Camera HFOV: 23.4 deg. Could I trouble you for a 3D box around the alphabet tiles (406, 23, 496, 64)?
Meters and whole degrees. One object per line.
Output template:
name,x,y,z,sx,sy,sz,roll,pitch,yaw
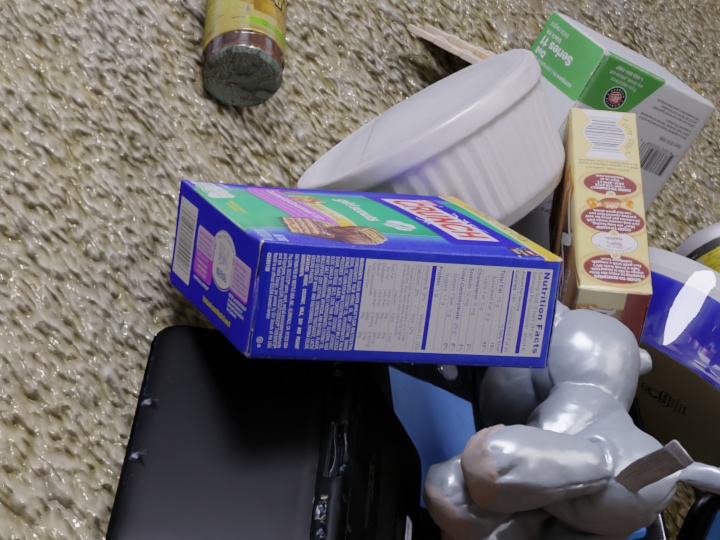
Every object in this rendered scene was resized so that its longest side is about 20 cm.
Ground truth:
alphabet tiles,0.140,-0.172,1.532,0.195,0.015,0.200,18,12,-40

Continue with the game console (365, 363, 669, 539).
game console,0.104,0.118,1.226,0.176,0.116,0.201,26,41,-34

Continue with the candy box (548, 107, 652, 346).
candy box,0.172,-0.012,1.265,0.055,0.116,0.200,5,43,1

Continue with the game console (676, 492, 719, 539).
game console,0.303,0.263,1.319,0.200,0.116,0.176,0,59,-50

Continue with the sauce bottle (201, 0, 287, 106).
sauce bottle,-0.088,-0.215,1.348,0.065,0.065,0.201,30,40,-30

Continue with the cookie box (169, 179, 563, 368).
cookie box,0.000,0.000,1.094,0.199,0.076,0.171,3,14,-23

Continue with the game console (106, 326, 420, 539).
game console,-0.049,0.143,1.062,0.200,0.116,0.176,-84,150,-50

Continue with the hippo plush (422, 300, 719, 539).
hippo plush,0.124,0.094,1.116,0.159,0.200,0.161,26,45,-31

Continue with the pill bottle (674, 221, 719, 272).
pill bottle,0.372,0.058,1.609,0.112,0.112,0.201,10,52,-46

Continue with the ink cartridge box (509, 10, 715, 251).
ink cartridge box,0.170,-0.088,1.415,0.146,0.200,0.083,19,20,-41

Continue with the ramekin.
ramekin,0.059,-0.074,1.288,0.094,0.202,0.202,60,32,-12

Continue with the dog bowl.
dog bowl,0.257,0.071,1.377,0.200,0.200,0.079,41,72,-17
